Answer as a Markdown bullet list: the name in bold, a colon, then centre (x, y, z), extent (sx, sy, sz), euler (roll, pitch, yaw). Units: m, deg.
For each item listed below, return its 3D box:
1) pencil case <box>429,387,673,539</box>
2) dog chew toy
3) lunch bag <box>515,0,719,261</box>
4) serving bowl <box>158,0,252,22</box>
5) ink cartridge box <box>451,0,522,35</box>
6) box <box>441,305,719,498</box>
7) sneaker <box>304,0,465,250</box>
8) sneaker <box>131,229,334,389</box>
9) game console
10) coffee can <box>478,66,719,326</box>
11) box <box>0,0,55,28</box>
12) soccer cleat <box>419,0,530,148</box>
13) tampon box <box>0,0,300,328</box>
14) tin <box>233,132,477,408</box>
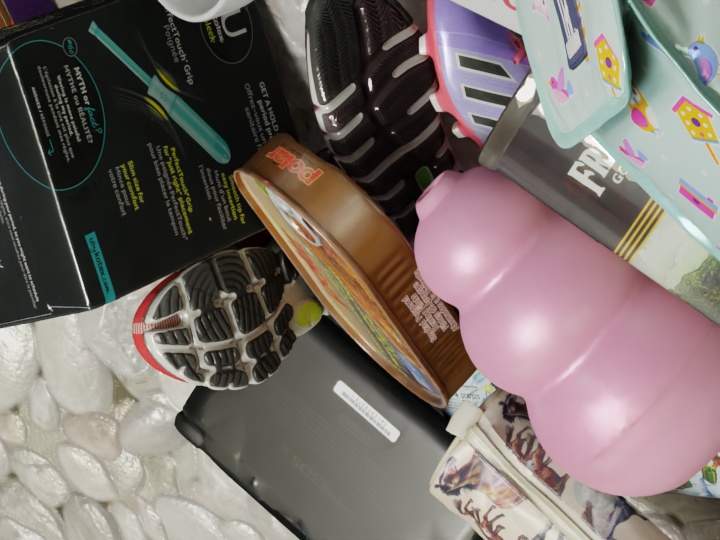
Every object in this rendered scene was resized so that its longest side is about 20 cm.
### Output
- **pencil case**: centre (0.125, 0.152, 1.594), extent (0.200, 0.078, 0.090), euler (43, 165, 12)
- **dog chew toy**: centre (0.109, 0.024, 1.488), extent (0.200, 0.125, 0.124), euler (42, 137, -5)
- **lunch bag**: centre (0.153, -0.098, 1.257), extent (0.200, 0.122, 0.170), euler (42, 169, 0)
- **serving bowl**: centre (-0.071, -0.231, 1.458), extent (0.200, 0.065, 0.201), euler (168, 90, -67)
- **ink cartridge box**: centre (0.066, -0.231, 1.392), extent (0.144, 0.084, 0.201), euler (27, 136, 13)
- **box**: centre (0.132, 0.060, 1.623), extent (0.199, 0.040, 0.138), euler (3, 125, 33)
- **sneaker**: centre (-0.003, -0.074, 1.566), extent (0.115, 0.076, 0.201), euler (19, 139, 54)
- **sneaker**: centre (-0.077, 0.020, 1.615), extent (0.084, 0.200, 0.078), euler (-7, 101, 31)
- **game console**: centre (-0.005, 0.123, 1.751), extent (0.200, 0.116, 0.176), euler (40, 113, 14)
- **coffee can**: centre (0.180, -0.058, 1.415), extent (0.199, 0.147, 0.147), euler (35, 137, 4)
- **box**: centre (-0.260, -0.179, 1.692), extent (0.136, 0.039, 0.201), euler (-4, 122, 37)
- **soccer cleat**: centre (0.093, -0.076, 1.527), extent (0.076, 0.067, 0.201), euler (-12, 119, 22)
- **tampon box**: centre (-0.147, -0.069, 1.567), extent (0.126, 0.200, 0.151), euler (-10, 101, 40)
- **tin**: centre (0.000, 0.000, 1.552), extent (0.112, 0.042, 0.200), euler (31, 164, 40)
